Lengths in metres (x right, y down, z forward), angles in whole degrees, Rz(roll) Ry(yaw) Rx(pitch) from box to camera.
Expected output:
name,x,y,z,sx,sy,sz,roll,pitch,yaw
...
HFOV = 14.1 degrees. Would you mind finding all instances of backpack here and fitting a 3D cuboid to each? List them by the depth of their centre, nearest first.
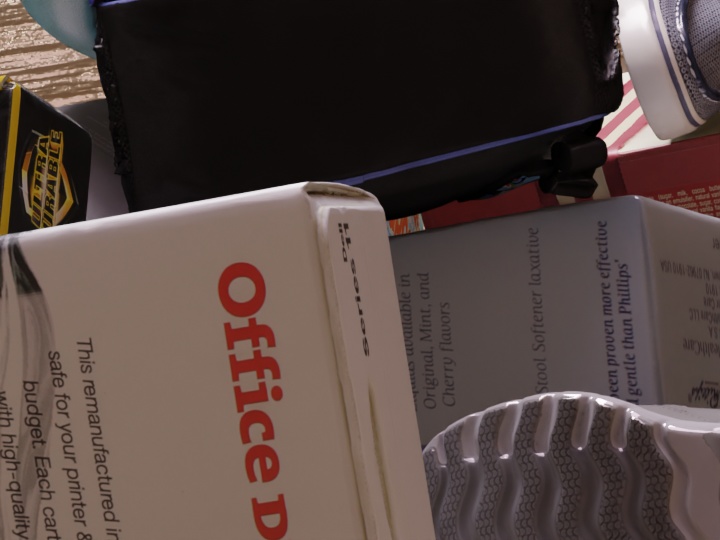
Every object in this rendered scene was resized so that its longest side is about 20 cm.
name,x,y,z,sx,sy,sz,roll,pitch,yaw
backpack,0.004,-0.082,1.047,0.182,0.135,0.200,-12,4,8

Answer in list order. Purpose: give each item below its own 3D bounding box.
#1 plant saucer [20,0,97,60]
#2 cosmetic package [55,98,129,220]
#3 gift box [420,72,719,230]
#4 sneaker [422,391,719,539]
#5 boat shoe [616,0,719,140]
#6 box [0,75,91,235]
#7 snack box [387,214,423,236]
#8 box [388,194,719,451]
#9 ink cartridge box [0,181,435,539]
name,x,y,z,sx,sy,sz,roll,pitch,yaw
plant saucer,-0.034,-0.131,1.116,0.200,0.027,0.200,-18,-24,-9
cosmetic package,-0.125,0.002,1.087,0.107,0.090,0.200,35,28,24
gift box,0.145,0.010,1.339,0.184,0.200,0.187,-5,18,26
sneaker,0.111,0.077,0.875,0.200,0.075,0.082,-2,-11,25
boat shoe,0.168,-0.114,1.242,0.093,0.075,0.200,-17,14,18
box,-0.167,0.050,0.904,0.160,0.200,0.049,-8,-23,27
snack box,0.000,0.000,1.251,0.037,0.116,0.200,2,-40,11
box,0.060,0.046,1.076,0.200,0.105,0.184,-9,-11,31
ink cartridge box,-0.084,0.063,0.764,0.200,0.147,0.083,-9,-1,14
